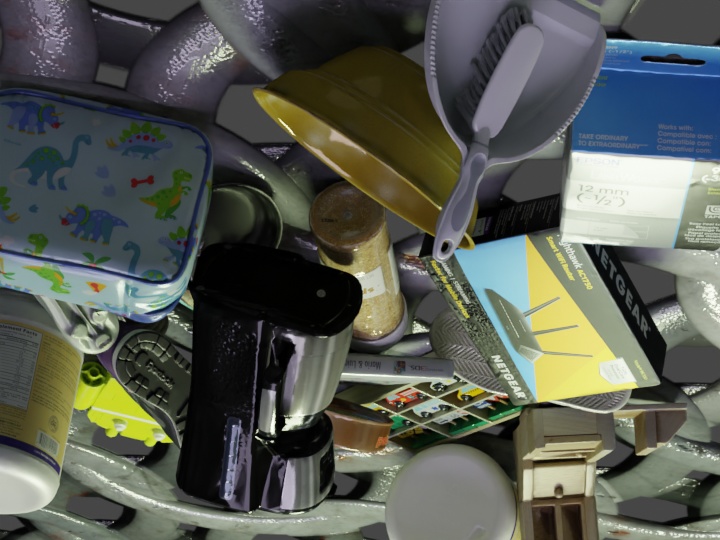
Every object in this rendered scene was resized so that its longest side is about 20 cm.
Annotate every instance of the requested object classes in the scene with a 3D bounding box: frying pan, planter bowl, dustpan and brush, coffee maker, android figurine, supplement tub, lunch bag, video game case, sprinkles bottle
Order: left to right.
[{"bbox_3d":[-0.346,0.116,1.644,0.144,0.202,0.146,5,151,3],"label":"supplement tub"},{"bbox_3d":[-0.219,-0.056,1.360,0.198,0.162,0.083,11,154,-3],"label":"lunch bag"},{"bbox_3d":[-0.225,0.142,1.853,0.181,0.041,0.200,16,149,-17],"label":"android figurine"},{"bbox_3d":[-0.099,0.087,1.460,0.191,0.134,0.201,28,124,28],"label":"coffee maker"},{"bbox_3d":[-0.101,-0.014,1.502,0.115,0.031,0.190,-43,134,11],"label":"frying pan"},{"bbox_3d":[-0.033,0.095,1.638,0.180,0.024,0.200,4,173,-23],"label":"video game case"},{"bbox_3d":[0.000,0.000,1.511,0.068,0.069,0.200,2,151,9],"label":"sprinkles bottle"},{"bbox_3d":[0.024,-0.106,1.257,0.200,0.084,0.200,35,175,4],"label":"planter bowl"},{"bbox_3d":[0.115,0.281,1.901,0.144,0.147,0.200,-1,162,14],"label":"supplement tub"},{"bbox_3d":[0.086,-0.104,1.168,0.139,0.201,0.057,22,-173,-26],"label":"dustpan and brush"}]

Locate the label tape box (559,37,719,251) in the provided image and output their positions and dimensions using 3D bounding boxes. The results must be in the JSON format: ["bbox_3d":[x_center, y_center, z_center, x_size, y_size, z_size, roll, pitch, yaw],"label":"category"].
[{"bbox_3d":[0.227,-0.091,1.297,0.142,0.067,0.200,4,153,5],"label":"label tape box"}]

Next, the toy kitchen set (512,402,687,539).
[{"bbox_3d":[0.248,0.230,1.725,0.161,0.182,0.200,-3,168,-1],"label":"toy kitchen set"}]

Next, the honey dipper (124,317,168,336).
[{"bbox_3d":[-0.226,0.002,1.604,0.038,0.038,0.201,-1,147,14],"label":"honey dipper"}]

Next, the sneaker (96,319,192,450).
[{"bbox_3d":[-0.188,0.114,1.674,0.087,0.076,0.200,25,157,49],"label":"sneaker"}]

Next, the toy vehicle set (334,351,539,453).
[{"bbox_3d":[0.076,0.137,1.788,0.124,0.027,0.199,25,147,-30],"label":"toy vehicle set"}]

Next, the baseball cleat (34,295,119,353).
[{"bbox_3d":[-0.289,-0.011,1.553,0.106,0.069,0.201,36,153,52],"label":"baseball cleat"}]

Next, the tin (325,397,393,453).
[{"bbox_3d":[-0.065,0.142,1.741,0.198,0.042,0.112,16,179,15],"label":"tin"}]

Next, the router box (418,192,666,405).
[{"bbox_3d":[0.161,0.028,1.492,0.148,0.051,0.200,-12,130,31],"label":"router box"}]

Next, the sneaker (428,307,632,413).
[{"bbox_3d":[0.161,0.087,1.640,0.198,0.076,0.085,21,-176,3],"label":"sneaker"}]

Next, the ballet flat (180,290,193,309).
[{"bbox_3d":[-0.122,0.015,1.575,0.070,0.071,0.200,-7,151,24],"label":"ballet flat"}]
